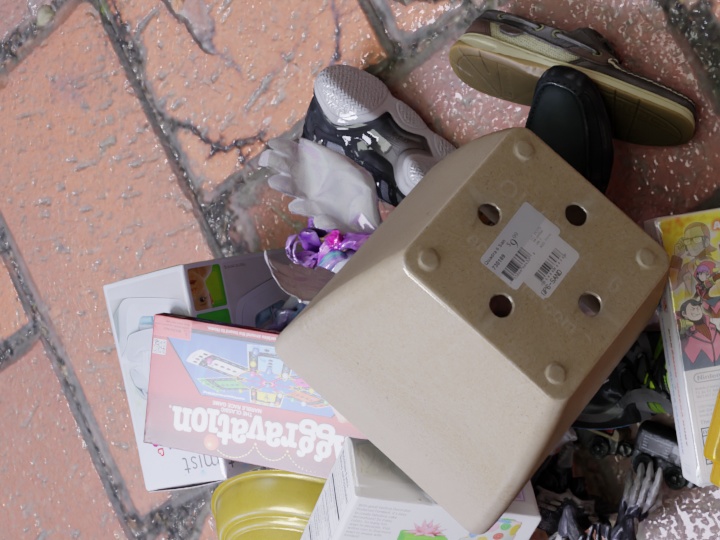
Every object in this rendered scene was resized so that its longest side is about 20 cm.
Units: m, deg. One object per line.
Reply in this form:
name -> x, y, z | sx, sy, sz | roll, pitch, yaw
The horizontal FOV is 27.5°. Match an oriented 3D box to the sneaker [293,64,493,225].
sneaker -> 0.020, -0.071, 1.234 | 0.200, 0.075, 0.114 | 46, 128, 15

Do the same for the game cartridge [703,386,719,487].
game cartridge -> 0.340, 0.080, 0.976 | 0.198, 0.032, 0.178 | 16, 90, -2

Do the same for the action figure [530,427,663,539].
action figure -> 0.170, 0.174, 1.107 | 0.118, 0.200, 0.103 | 18, 104, -16

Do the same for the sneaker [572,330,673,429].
sneaker -> 0.230, 0.074, 1.093 | 0.198, 0.082, 0.072 | -13, 81, 27

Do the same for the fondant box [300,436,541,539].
fondant box -> 0.030, 0.218, 1.106 | 0.059, 0.143, 0.201 | -99, 24, -46

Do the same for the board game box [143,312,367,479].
board game box -> -0.071, 0.098, 1.124 | 0.198, 0.019, 0.104 | 8, 97, 19

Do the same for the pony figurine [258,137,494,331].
pony figurine -> 0.000, 0.000, 1.163 | 0.201, 0.191, 0.168 | 119, 156, -47

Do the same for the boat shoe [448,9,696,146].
boat shoe -> 0.167, -0.154, 1.123 | 0.198, 0.073, 0.065 | 22, 68, 15

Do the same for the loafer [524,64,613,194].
loafer -> 0.148, -0.055, 1.110 | 0.068, 0.070, 0.202 | 19, 130, 29

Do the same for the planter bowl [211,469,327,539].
planter bowl -> -0.043, 0.257, 1.238 | 0.198, 0.084, 0.201 | 11, 142, 9

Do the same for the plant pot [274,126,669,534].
plant pot -> 0.091, 0.024, 0.984 | 0.200, 0.200, 0.177 | 42, 155, 2

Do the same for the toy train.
toy train -> 0.181, 0.120, 1.171 | 0.199, 0.034, 0.046 | 20, 102, 30

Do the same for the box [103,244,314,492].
box -> -0.107, 0.079, 1.258 | 0.096, 0.199, 0.179 | -14, 88, 33

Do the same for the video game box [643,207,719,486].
video game box -> 0.305, 0.039, 1.008 | 0.198, 0.047, 0.184 | -9, 93, -4
